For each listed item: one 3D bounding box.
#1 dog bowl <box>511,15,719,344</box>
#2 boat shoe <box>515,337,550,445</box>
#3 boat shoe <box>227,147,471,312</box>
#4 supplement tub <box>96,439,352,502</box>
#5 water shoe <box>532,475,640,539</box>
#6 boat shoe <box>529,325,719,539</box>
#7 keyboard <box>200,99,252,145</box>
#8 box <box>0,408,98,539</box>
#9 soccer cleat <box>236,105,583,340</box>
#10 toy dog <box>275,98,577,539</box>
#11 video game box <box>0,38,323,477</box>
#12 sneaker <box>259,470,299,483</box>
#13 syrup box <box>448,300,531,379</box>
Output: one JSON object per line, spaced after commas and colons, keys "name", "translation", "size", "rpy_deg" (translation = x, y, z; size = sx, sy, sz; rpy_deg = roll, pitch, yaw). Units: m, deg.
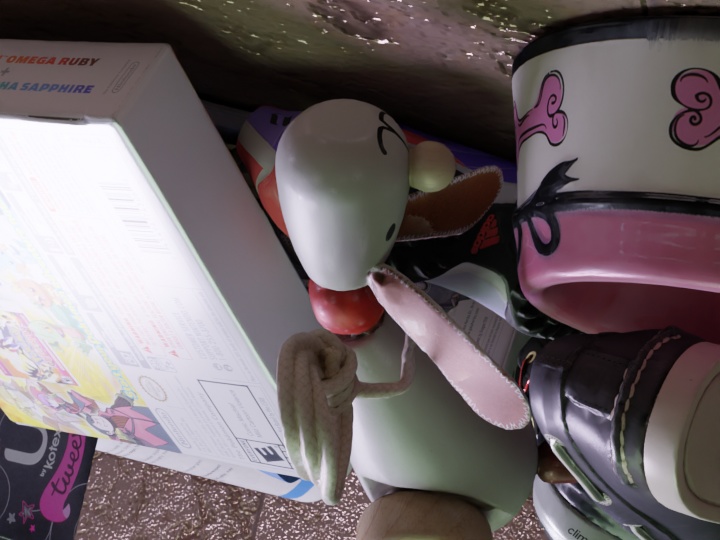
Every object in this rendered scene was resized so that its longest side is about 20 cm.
{"name": "dog bowl", "translation": [0.137, -0.010, 0.592], "size": [0.198, 0.074, 0.200], "rpy_deg": [13, 170, 2]}
{"name": "boat shoe", "translation": [0.106, 0.067, 0.950], "size": [0.063, 0.074, 0.201], "rpy_deg": [15, -163, 9]}
{"name": "boat shoe", "translation": [0.000, 0.000, 0.831], "size": [0.199, 0.074, 0.074], "rpy_deg": [14, 176, -34]}
{"name": "supplement tub", "translation": [-0.100, 0.069, 1.242], "size": [0.199, 0.133, 0.132], "rpy_deg": [16, 171, -23]}
{"name": "water shoe", "translation": [0.169, 0.098, 0.748], "size": [0.198, 0.079, 0.072], "rpy_deg": [15, -149, -15]}
{"name": "boat shoe", "translation": [0.114, 0.063, 0.643], "size": [0.062, 0.073, 0.200], "rpy_deg": [16, 169, 30]}
{"name": "keyboard", "translation": [-0.099, -0.071, 0.782], "size": [0.198, 0.011, 0.056], "rpy_deg": [14, 176, -2]}
{"name": "box", "translation": [-0.218, 0.049, 1.070], "size": [0.114, 0.202, 0.132], "rpy_deg": [7, 170, 39]}
{"name": "soccer cleat", "translation": [0.039, -0.023, 0.738], "size": [0.199, 0.069, 0.073], "rpy_deg": [12, -158, -45]}
{"name": "toy dog", "translation": [0.035, 0.032, 0.639], "size": [0.095, 0.133, 0.200], "rpy_deg": [-7, 154, 7]}
{"name": "video game box", "translation": [-0.110, -0.004, 0.743], "size": [0.181, 0.047, 0.201], "rpy_deg": [5, 140, 33]}
{"name": "sneaker", "translation": [-0.071, 0.030, 0.930], "size": [0.077, 0.070, 0.201], "rpy_deg": [18, 148, 28]}
{"name": "syrup box", "translation": [-0.009, 0.041, 1.027], "size": [0.198, 0.082, 0.079], "rpy_deg": [10, 142, 17]}
